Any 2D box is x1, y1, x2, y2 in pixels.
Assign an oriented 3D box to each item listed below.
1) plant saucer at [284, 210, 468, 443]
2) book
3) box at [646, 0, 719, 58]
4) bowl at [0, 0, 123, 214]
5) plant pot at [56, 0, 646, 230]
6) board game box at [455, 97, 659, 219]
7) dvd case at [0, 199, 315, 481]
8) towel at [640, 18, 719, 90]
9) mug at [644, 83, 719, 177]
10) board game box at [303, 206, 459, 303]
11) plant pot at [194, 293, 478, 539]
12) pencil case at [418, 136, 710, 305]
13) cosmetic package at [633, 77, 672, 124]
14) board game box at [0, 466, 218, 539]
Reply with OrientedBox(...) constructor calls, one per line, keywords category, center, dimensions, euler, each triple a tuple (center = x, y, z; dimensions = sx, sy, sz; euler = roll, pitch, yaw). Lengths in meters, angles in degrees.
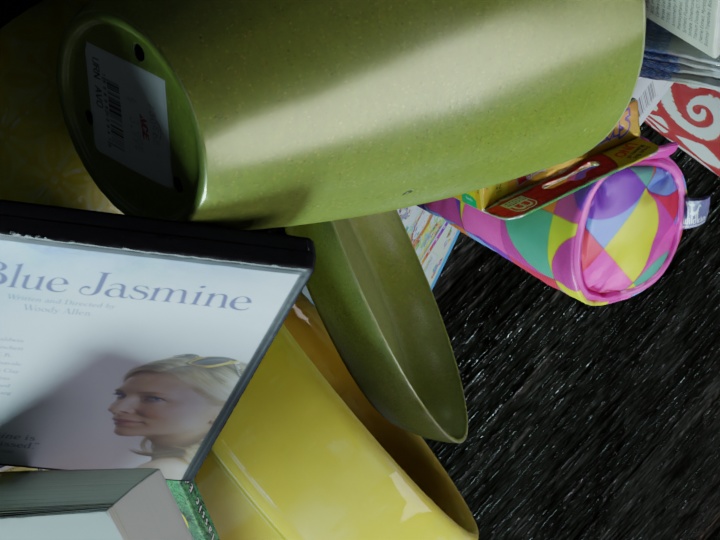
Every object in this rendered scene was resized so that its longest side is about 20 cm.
OrientedBox(category="plant saucer", center=(0.000, 0.000, 1.430), dimensions=(0.031, 0.201, 0.200), euler=(-24, 162, 10))
OrientedBox(category="book", center=(-0.125, 0.154, 1.234), dimensions=(0.048, 0.134, 0.199), euler=(-36, -163, -36))
OrientedBox(category="box", center=(0.106, -0.188, 1.314), dimensions=(0.068, 0.200, 0.082), euler=(-46, 158, -23))
OrientedBox(category="bowl", center=(-0.114, -0.012, 1.228), dimensions=(0.200, 0.107, 0.201), euler=(-45, 157, -24))
OrientedBox(category="plant pot", center=(-0.019, -0.094, 1.151), dimensions=(0.199, 0.187, 0.188), euler=(-28, 148, -34))
OrientedBox(category="board game box", center=(0.042, -0.078, 1.331), dimensions=(0.095, 0.200, 0.030), euler=(-25, 126, -29))
OrientedBox(category="dvd case", center=(-0.113, 0.033, 1.158), dimensions=(0.200, 0.142, 0.018), euler=(121, -28, -55))
OrientedBox(category="towel", center=(0.127, -0.153, 1.370), dimensions=(0.024, 0.199, 0.147), euler=(85, 24, -47))
OrientedBox(category="mug", center=(0.186, -0.151, 1.552), dimensions=(0.177, 0.200, 0.134), euler=(-40, 155, -37))
OrientedBox(category="board game box", center=(0.023, -0.042, 1.594), dimensions=(0.134, 0.034, 0.201), euler=(-20, 140, -57))
OrientedBox(category="plant pot", center=(-0.073, 0.116, 1.426), dimensions=(0.189, 0.201, 0.201), euler=(-40, 160, 5))
OrientedBox(category="pencil case", center=(0.076, -0.054, 1.387), dimensions=(0.088, 0.200, 0.089), euler=(-19, 121, -34))
OrientedBox(category="cosmetic package", center=(0.128, -0.182, 1.447), dimensions=(0.200, 0.150, 0.052), euler=(-52, 158, -10))
OrientedBox(category="board game box", center=(-0.112, 0.149, 1.330), dimensions=(0.104, 0.201, 0.023), euler=(-19, -162, 12))
